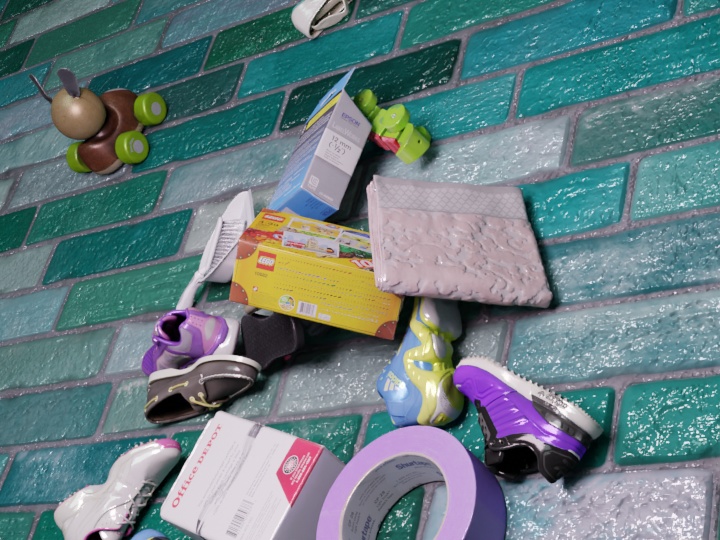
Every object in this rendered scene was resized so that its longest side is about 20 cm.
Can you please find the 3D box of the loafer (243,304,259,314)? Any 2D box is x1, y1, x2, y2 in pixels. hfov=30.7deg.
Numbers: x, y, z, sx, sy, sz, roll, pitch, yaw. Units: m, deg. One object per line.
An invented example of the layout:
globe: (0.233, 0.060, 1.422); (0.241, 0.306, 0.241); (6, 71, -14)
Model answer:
loafer: (-0.128, -0.003, 1.708); (0.075, 0.069, 0.200); (-27, 15, 8)

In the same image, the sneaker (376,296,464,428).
sneaker: (0.059, 0.092, 1.505); (0.104, 0.076, 0.201); (-24, 44, 27)

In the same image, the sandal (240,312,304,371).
sandal: (-0.102, 0.083, 1.656); (0.200, 0.045, 0.076); (-17, 87, 63)

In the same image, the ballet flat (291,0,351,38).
ballet flat: (-0.022, -0.437, 2.060); (0.199, 0.069, 0.070); (-39, 39, 17)

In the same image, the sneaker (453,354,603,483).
sneaker: (0.150, 0.160, 1.366); (0.199, 0.069, 0.100); (24, 77, 51)

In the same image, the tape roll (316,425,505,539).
tape roll: (0.051, 0.266, 1.370); (0.199, 0.066, 0.201); (-25, 42, 25)

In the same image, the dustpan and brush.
dustpan and brush: (-0.208, -0.009, 1.847); (0.140, 0.057, 0.202); (-106, 34, -63)

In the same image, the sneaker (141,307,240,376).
sneaker: (-0.246, 0.094, 1.757); (0.199, 0.088, 0.081); (-24, 46, 48)

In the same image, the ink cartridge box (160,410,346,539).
ink cartridge box: (-0.119, 0.261, 1.515); (0.199, 0.083, 0.146); (10, 64, 47)

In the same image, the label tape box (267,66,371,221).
label tape box: (-0.047, -0.158, 1.788); (0.143, 0.066, 0.201); (-32, 31, 61)

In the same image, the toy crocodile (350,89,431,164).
toy crocodile: (0.033, -0.194, 1.784); (0.062, 0.067, 0.200); (-51, 39, -4)

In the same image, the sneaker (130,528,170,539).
sneaker: (-0.290, 0.405, 1.572); (0.078, 0.066, 0.201); (-4, 53, 55)

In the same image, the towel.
towel: (0.109, -0.036, 1.501); (0.192, 0.198, 0.032); (-96, 15, -47)

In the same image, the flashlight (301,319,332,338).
flashlight: (0.000, 0.000, 1.654); (0.199, 0.068, 0.068); (-39, 5, 3)

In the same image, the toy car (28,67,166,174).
toy car: (-0.459, -0.274, 2.202); (0.163, 0.200, 0.159); (-5, 54, 39)

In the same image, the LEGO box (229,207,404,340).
LEGO box: (-0.040, 0.001, 1.542); (0.149, 0.198, 0.078); (-66, -11, -71)

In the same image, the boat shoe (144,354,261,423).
boat shoe: (-0.206, 0.157, 1.702); (0.200, 0.072, 0.061); (-18, 50, 41)

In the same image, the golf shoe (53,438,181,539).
golf shoe: (-0.299, 0.295, 1.676); (0.199, 0.075, 0.092); (-39, 54, 13)
